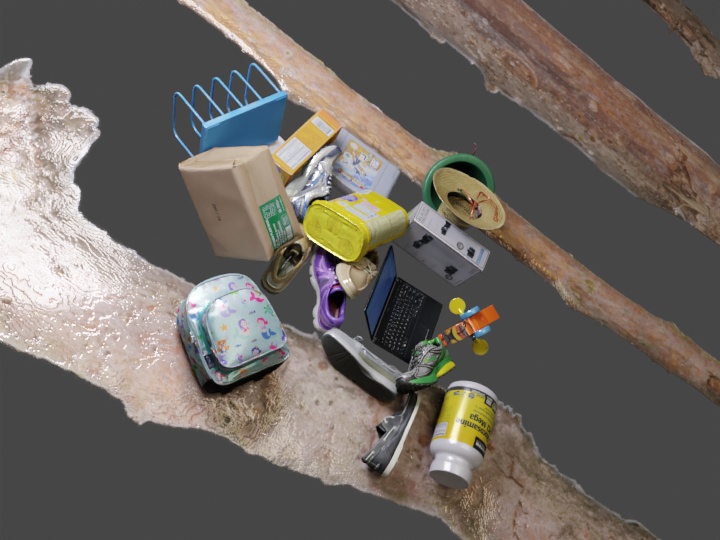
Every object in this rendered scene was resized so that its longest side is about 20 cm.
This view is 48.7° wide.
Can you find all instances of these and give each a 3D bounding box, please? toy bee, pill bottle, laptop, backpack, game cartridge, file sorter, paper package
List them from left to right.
[{"bbox_3d":[-0.273,-0.318,1.635,0.200,0.139,0.123,-31,69,-31],"label":"file sorter"},{"bbox_3d":[-0.242,0.107,1.480,0.177,0.151,0.201,-19,74,-32],"label":"backpack"},{"bbox_3d":[-0.229,-0.130,1.525,0.103,0.190,0.201,-36,119,-36],"label":"paper package"},{"bbox_3d":[-0.012,-0.231,1.817,0.200,0.042,0.134,34,52,-12],"label":"game cartridge"},{"bbox_3d":[0.096,0.080,1.697,0.199,0.103,0.178,32,58,-13],"label":"laptop"},{"bbox_3d":[0.209,0.339,1.640,0.112,0.112,0.201,30,58,-14],"label":"pill bottle"},{"bbox_3d":[0.226,0.123,1.766,0.200,0.108,0.132,16,50,-50],"label":"toy bee"}]

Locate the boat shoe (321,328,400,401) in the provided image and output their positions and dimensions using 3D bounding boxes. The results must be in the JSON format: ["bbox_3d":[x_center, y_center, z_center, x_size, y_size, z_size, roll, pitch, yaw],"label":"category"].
[{"bbox_3d":[0.005,0.185,1.623,0.202,0.074,0.065,41,49,-12],"label":"boat shoe"}]

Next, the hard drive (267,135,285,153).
[{"bbox_3d":[-0.219,-0.211,1.699,0.132,0.026,0.200,42,55,-6],"label":"hard drive"}]

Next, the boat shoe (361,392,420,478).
[{"bbox_3d":[0.067,0.317,1.600,0.067,0.072,0.200,26,51,8],"label":"boat shoe"}]

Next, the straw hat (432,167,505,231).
[{"bbox_3d":[0.227,-0.135,1.812,0.200,0.085,0.202,22,41,-20],"label":"straw hat"}]

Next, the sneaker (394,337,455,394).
[{"bbox_3d":[0.123,0.199,1.654,0.200,0.078,0.086,-25,90,-59],"label":"sneaker"}]

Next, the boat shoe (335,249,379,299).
[{"bbox_3d":[0.000,0.000,1.642,0.072,0.065,0.200,61,17,-10],"label":"boat shoe"}]

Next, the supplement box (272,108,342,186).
[{"bbox_3d":[-0.125,-0.263,1.713,0.069,0.067,0.200,42,56,1],"label":"supplement box"}]

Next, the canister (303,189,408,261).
[{"bbox_3d":[-0.004,-0.101,1.680,0.148,0.087,0.200,32,29,22],"label":"canister"}]

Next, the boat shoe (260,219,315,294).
[{"bbox_3d":[-0.133,-0.040,1.639,0.071,0.076,0.201,31,55,-10],"label":"boat shoe"}]

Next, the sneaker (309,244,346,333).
[{"bbox_3d":[-0.053,0.031,1.649,0.080,0.083,0.201,6,66,-27],"label":"sneaker"}]

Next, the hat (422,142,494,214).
[{"bbox_3d":[0.237,-0.204,1.953,0.199,0.176,0.166,-23,97,-1],"label":"hat"}]

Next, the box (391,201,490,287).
[{"bbox_3d":[0.178,-0.056,1.795,0.200,0.117,0.060,34,57,-11],"label":"box"}]

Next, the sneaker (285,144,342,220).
[{"bbox_3d":[-0.093,-0.183,1.704,0.085,0.077,0.200,38,67,1],"label":"sneaker"}]
